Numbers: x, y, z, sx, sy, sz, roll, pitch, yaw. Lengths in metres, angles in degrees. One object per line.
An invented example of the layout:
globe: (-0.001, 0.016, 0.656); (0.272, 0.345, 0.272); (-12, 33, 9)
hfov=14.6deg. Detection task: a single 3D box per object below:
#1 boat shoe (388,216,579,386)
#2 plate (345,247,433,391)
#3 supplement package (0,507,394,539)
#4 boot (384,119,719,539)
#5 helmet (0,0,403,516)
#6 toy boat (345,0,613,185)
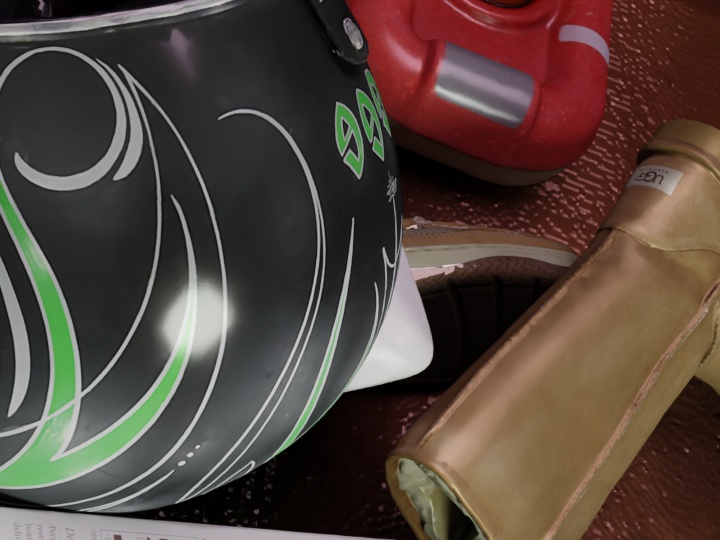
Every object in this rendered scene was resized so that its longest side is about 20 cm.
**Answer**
boat shoe: (0.000, 0.000, 1.132); (0.199, 0.072, 0.076); (-2, 45, -30)
plate: (-0.089, -0.031, 1.073); (0.198, 0.032, 0.201); (-12, 59, -6)
supplement package: (-0.081, 0.156, 0.927); (0.199, 0.114, 0.110); (8, 52, -25)
boot: (0.106, 0.063, 1.133); (0.200, 0.066, 0.176); (-51, 124, -28)
helmet: (-0.085, -0.013, 0.932); (0.199, 0.192, 0.200); (-5, 22, 2)
toy boat: (0.065, -0.146, 1.237); (0.130, 0.131, 0.201); (20, 47, -14)
